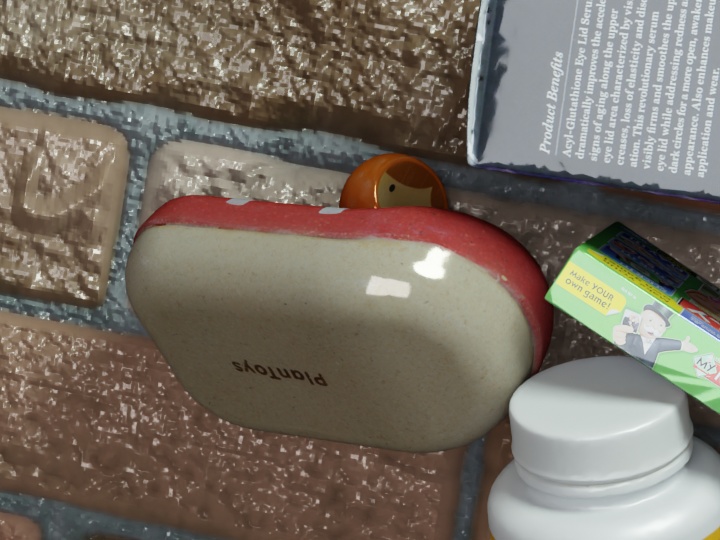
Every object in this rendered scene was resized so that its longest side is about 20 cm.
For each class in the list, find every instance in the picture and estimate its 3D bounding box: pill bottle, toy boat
[{"bbox_3d":[0.116,0.144,1.137,0.109,0.109,0.201,-4,113,13],"label":"pill bottle"},{"bbox_3d":[0.000,0.000,1.176,0.199,0.131,0.131,6,141,35],"label":"toy boat"}]

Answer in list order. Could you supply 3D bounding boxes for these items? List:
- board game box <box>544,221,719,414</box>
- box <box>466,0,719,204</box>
[{"bbox_3d":[0.180,0.049,1.127,0.199,0.135,0.029,34,101,7],"label":"board game box"},{"bbox_3d":[0.157,-0.086,1.114,0.199,0.148,0.105,9,97,13],"label":"box"}]
